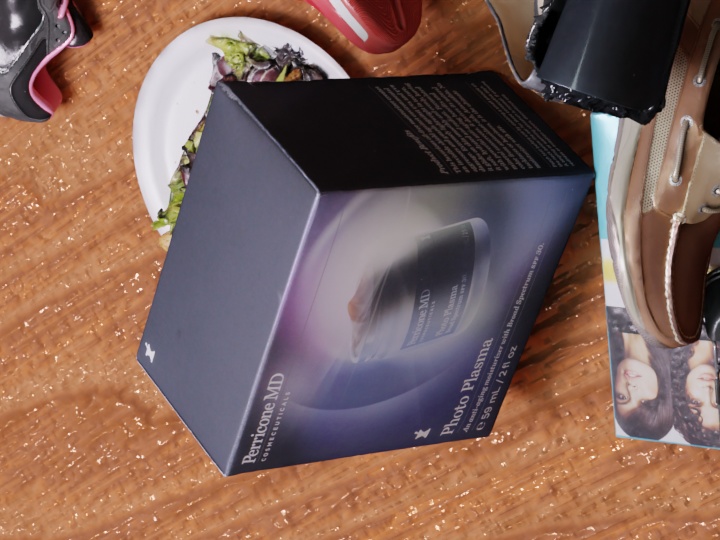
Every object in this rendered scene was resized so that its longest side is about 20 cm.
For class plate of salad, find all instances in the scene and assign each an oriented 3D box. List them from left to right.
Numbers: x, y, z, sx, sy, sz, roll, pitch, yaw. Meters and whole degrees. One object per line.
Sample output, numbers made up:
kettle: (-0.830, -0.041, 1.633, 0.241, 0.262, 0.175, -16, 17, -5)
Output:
plate of salad: (-0.070, -0.061, 1.535, 0.199, 0.048, 0.201, 13, 115, 29)

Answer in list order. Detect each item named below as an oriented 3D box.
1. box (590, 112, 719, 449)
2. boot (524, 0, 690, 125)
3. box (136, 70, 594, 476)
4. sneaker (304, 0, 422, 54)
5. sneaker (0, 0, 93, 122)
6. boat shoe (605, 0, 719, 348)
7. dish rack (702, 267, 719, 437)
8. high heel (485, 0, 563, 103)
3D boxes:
box: (0.185, 0.000, 1.392, 0.082, 0.049, 0.201, 5, 111, 32)
boot: (0.149, -0.164, 1.235, 0.076, 0.200, 0.169, 20, 105, 15)
box: (0.000, 0.000, 1.401, 0.123, 0.198, 0.201, 49, 132, 40)
sneaker: (-0.047, -0.195, 1.463, 0.116, 0.078, 0.200, -45, 70, 45)
sneaker: (-0.217, -0.184, 1.580, 0.095, 0.079, 0.201, 16, 120, 2)
boat shoe: (0.177, -0.056, 1.294, 0.072, 0.076, 0.201, 3, 98, 29)
dish rack: (0.269, 0.095, 1.343, 0.153, 0.055, 0.201, -3, 110, 12)
high heel: (0.073, -0.171, 1.338, 0.200, 0.142, 0.072, 39, 125, 14)
